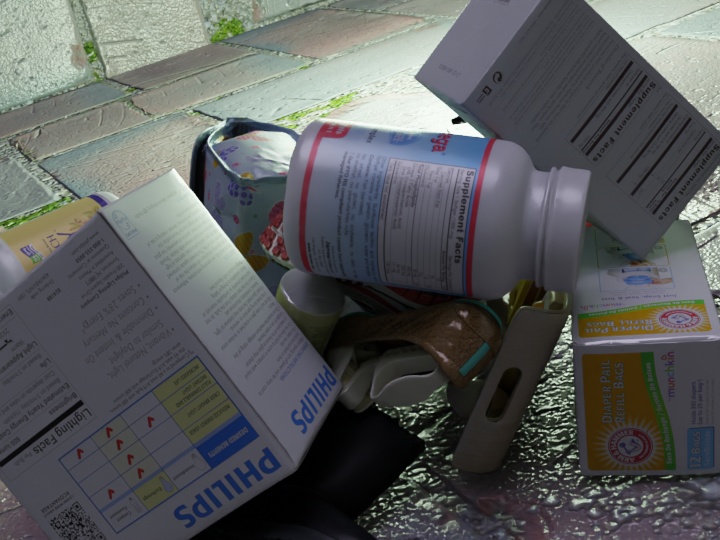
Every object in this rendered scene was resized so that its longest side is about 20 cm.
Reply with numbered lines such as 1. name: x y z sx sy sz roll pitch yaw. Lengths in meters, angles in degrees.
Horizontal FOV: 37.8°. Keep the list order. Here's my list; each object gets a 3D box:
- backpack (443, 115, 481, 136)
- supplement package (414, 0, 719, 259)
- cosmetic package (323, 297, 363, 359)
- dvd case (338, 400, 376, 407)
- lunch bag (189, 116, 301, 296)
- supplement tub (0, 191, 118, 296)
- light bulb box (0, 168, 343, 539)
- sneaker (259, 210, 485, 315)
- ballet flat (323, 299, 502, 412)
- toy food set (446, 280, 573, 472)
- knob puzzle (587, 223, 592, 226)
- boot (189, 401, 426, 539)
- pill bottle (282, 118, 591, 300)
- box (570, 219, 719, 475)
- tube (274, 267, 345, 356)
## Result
1. backpack: 0.118 -0.071 1.091 0.176 0.152 0.200 -23 15 -6
2. supplement package: 0.159 -0.120 0.792 0.110 0.199 0.114 -52 25 7
3. cosmetic package: 0.000 0.000 0.924 0.201 0.082 0.051 -52 18 6
4. dvd case: 0.042 0.035 0.917 0.200 0.022 0.146 -48 17 15
5. lunch bag: -0.104 -0.043 1.019 0.125 0.172 0.200 -4 25 -19
6. supplement tub: -0.346 0.011 1.190 0.199 0.147 0.145 -28 26 -30
7. light bulb box: -0.154 0.076 0.724 0.197 0.201 0.125 -35 7 23
8. sneaker: 0.005 0.005 0.820 0.198 0.083 0.078 22 54 26
9. ballet flat: 0.021 0.068 0.767 0.199 0.068 0.073 -11 40 52
10. toy food set: 0.112 0.045 0.827 0.060 0.145 0.200 19 28 1
11. knob puzzle: 0.213 -0.061 0.995 0.219 0.221 0.030 -31 -2 -35
12. boot: -0.012 0.163 0.738 0.197 0.074 0.162 2 28 42
13. pill bottle: 0.054 -0.040 0.723 0.197 0.110 0.109 8 28 13
14. box: 0.212 0.053 0.798 0.100 0.114 0.200 -3 24 12
15. tube: -0.064 0.087 0.821 0.057 0.201 0.052 0 43 -25
